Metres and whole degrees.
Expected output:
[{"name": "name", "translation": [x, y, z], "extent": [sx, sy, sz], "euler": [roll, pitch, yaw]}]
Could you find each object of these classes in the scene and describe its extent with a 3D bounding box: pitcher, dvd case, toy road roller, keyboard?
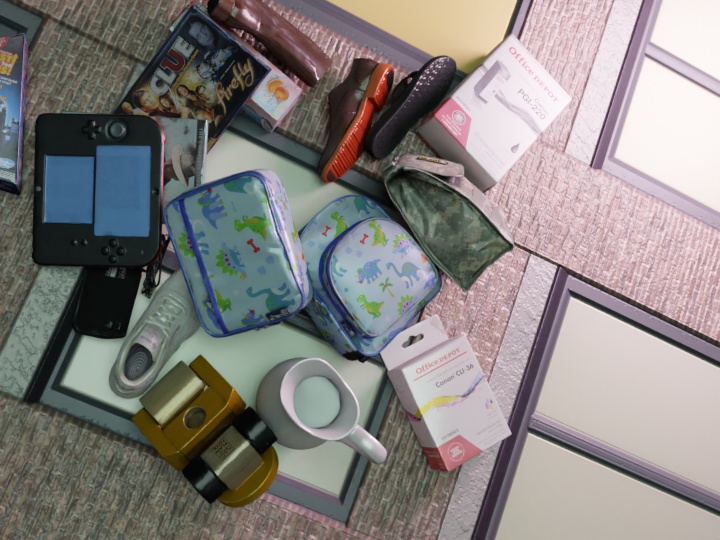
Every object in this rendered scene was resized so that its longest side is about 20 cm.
[{"name": "pitcher", "translation": [-0.053, 0.192, 1.192], "extent": [0.172, 0.200, 0.121], "euler": [45, 72, -6]}, {"name": "dvd case", "translation": [-0.309, -0.137, 1.227], "extent": [0.197, 0.022, 0.148], "euler": [4, 90, -3]}, {"name": "toy road roller", "translation": [-0.192, 0.227, 1.203], "extent": [0.123, 0.146, 0.200], "euler": [-42, 58, -14]}, {"name": "keyboard", "translation": [-0.317, -0.001, 1.237], "extent": [0.103, 0.040, 0.202], "euler": [11, 74, 1]}]

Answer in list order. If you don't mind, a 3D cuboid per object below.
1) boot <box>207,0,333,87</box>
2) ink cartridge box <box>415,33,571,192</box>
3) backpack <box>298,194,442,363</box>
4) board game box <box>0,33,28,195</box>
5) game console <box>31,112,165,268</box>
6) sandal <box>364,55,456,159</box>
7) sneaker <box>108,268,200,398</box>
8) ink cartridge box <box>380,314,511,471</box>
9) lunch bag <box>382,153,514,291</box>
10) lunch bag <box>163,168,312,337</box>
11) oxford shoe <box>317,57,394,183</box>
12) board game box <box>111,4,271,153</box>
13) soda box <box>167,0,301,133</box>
[{"name": "boot", "translation": [-0.130, -0.369, 1.328], "extent": [0.199, 0.064, 0.188], "euler": [28, 39, -29]}, {"name": "ink cartridge box", "translation": [0.207, -0.240, 1.400], "extent": [0.146, 0.085, 0.200], "euler": [45, 71, -6]}, {"name": "backpack", "translation": [0.000, 0.000, 1.268], "extent": [0.183, 0.147, 0.200], "euler": [-42, 91, -21]}, {"name": "board game box", "translation": [-0.520, -0.227, 1.193], "extent": [0.198, 0.062, 0.202], "euler": [16, 76, -13]}, {"name": "game console", "translation": [-0.347, -0.106, 1.200], "extent": [0.174, 0.031, 0.203], "euler": [2, 89, -2]}, {"name": "sandal", "translation": [0.069, -0.258, 1.372], "extent": [0.048, 0.076, 0.201], "euler": [35, 75, 33]}, {"name": "sneaker", "translation": [-0.260, 0.080, 1.202], "extent": [0.074, 0.100, 0.201], "euler": [31, 73, -7]}, {"name": "ink cartridge box", "translation": [0.119, 0.173, 1.316], "extent": [0.116, 0.067, 0.202], "euler": [-26, 89, -19]}, {"name": "lunch bag", "translation": [0.117, -0.092, 1.297], "extent": [0.200, 0.164, 0.118], "euler": [45, 103, -6]}, {"name": "lunch bag", "translation": [-0.159, -0.020, 1.181], "extent": [0.159, 0.082, 0.202], "euler": [-15, 97, 13]}, {"name": "oxford shoe", "translation": [-0.022, -0.224, 1.349], "extent": [0.072, 0.071, 0.202], "euler": [23, 77, 18]}, {"name": "board game box", "translation": [-0.236, -0.241, 1.249], "extent": [0.135, 0.035, 0.201], "euler": [38, 100, -7]}, {"name": "soda box", "translation": [-0.182, -0.291, 1.299], "extent": [0.200, 0.068, 0.064], "euler": [40, 75, -7]}]
